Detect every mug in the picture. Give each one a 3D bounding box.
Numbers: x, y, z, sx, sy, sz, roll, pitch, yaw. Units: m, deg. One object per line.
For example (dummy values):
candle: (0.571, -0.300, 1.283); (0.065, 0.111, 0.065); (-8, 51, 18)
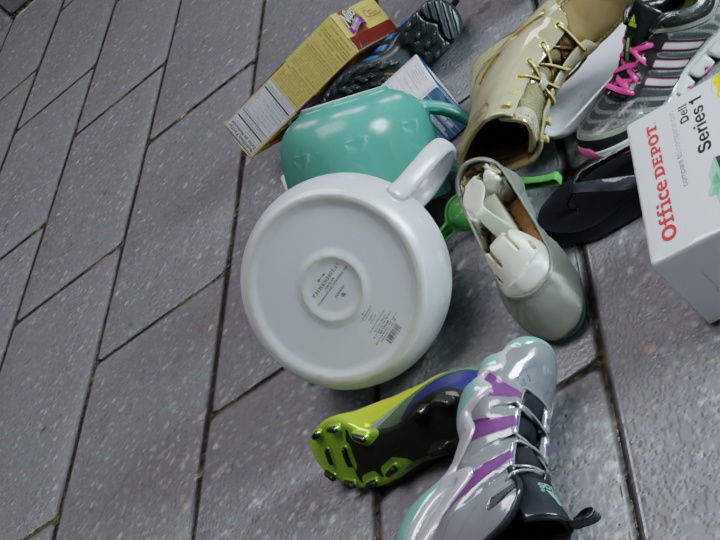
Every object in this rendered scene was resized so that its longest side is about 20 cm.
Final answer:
mug: (0.012, -0.116, 1.395); (0.184, 0.115, 0.152); (-22, 8, -29)

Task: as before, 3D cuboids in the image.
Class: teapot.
teapot: (0.000, 0.000, 1.269); (0.198, 0.199, 0.146); (-10, 7, 20)

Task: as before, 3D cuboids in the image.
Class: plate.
plate: (0.223, -0.214, 1.369); (0.200, 0.032, 0.200); (-45, 26, 4)

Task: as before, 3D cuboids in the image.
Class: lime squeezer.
lime squeezer: (0.108, -0.050, 1.309); (0.199, 0.038, 0.071); (-34, 43, 33)

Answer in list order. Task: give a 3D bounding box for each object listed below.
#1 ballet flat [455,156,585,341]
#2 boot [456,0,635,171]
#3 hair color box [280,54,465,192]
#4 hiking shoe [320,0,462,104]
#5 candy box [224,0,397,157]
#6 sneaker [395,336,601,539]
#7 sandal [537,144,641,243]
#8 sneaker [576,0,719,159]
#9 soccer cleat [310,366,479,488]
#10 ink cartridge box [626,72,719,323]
ballet flat: (0.121, -0.021, 1.181); (0.067, 0.064, 0.201); (-44, 38, 20)
boot: (0.163, -0.175, 1.271); (0.200, 0.073, 0.156); (-35, 24, 35)
hair color box: (0.013, -0.125, 1.518); (0.200, 0.061, 0.100); (-41, 27, 10)
hiking shoe: (0.040, -0.224, 1.626); (0.200, 0.075, 0.087); (-39, 4, 16)
candy box: (-0.057, -0.223, 1.679); (0.200, 0.057, 0.117); (-39, 0, 33)
sneaker: (0.118, 0.143, 1.000); (0.139, 0.078, 0.201); (5, 66, 55)
sandal: (0.224, -0.080, 1.173); (0.199, 0.043, 0.076); (-23, 35, 38)
sneaker: (0.245, -0.185, 1.236); (0.200, 0.087, 0.074); (-47, 27, 0)
soccer cleat: (0.040, 0.125, 1.162); (0.199, 0.065, 0.084); (-24, 4, 44)
ink cartridge box: (0.294, -0.076, 1.003); (0.199, 0.084, 0.146); (-30, 41, 29)
